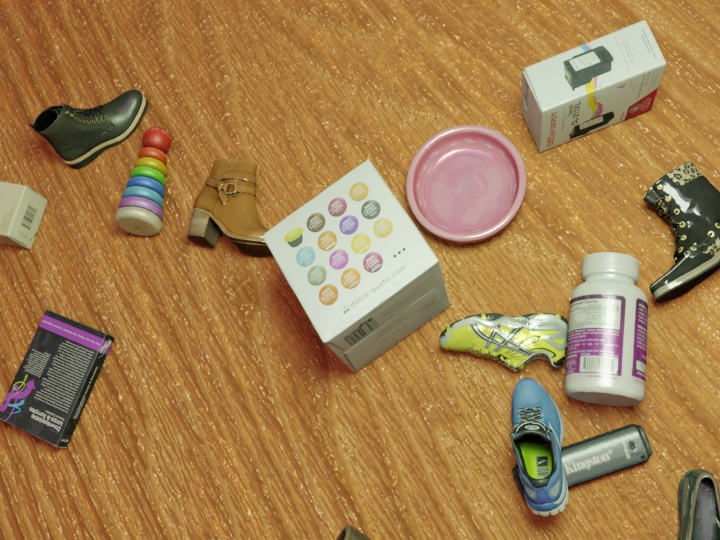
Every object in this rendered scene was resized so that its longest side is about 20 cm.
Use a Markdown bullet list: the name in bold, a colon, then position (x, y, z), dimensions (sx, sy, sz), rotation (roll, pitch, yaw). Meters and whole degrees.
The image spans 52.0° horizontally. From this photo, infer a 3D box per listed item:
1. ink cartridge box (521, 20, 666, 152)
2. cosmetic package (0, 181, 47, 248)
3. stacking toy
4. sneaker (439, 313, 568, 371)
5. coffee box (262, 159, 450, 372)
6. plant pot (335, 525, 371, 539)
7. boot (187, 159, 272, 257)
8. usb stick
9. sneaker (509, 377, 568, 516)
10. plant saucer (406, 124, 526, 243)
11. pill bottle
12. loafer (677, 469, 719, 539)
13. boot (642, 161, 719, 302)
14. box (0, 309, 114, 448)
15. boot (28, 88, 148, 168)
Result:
- **ink cartridge box**: position (0.361, -0.284, 1.165), dimensions (0.195, 0.146, 0.085), rotation (-21, 70, 6)
- **cosmetic package**: position (-0.711, -0.115, 1.406), dimensions (0.194, 0.073, 0.106), rotation (9, 74, 15)
- **stacking toy**: position (-0.386, -0.170, 1.351), dimensions (0.083, 0.086, 0.206), rotation (1, 65, 13)
- **sneaker**: position (0.215, 0.110, 1.110), dimensions (0.194, 0.076, 0.079), rotation (-5, 70, 13)
- **coffee box**: position (0.000, 0.000, 1.129), dimensions (0.197, 0.200, 0.200), rotation (-34, 67, 0)
- **plant pot**: position (0.013, 0.477, 0.993), dimensions (0.171, 0.200, 0.204), rotation (26, 79, 2)
- **boot**: position (-0.200, -0.112, 1.291), dimensions (0.195, 0.077, 0.159), rotation (8, 70, 23)
- **usb stick**: position (0.315, 0.274, 1.054), dimensions (0.195, 0.033, 0.057), rotation (-21, 68, 6)
- **sneaker**: position (0.249, 0.230, 1.032), dimensions (0.076, 0.090, 0.203), rotation (-13, 43, 12)
- **plant saucer**: position (0.174, -0.137, 1.213), dimensions (0.194, 0.051, 0.207), rotation (-4, 70, 12)
- **pill bottle**: position (0.356, 0.084, 1.065), dimensions (0.109, 0.112, 0.206), rotation (5, 73, 14)
- **loafer**: position (0.454, 0.368, 0.973), dimensions (0.070, 0.063, 0.206), rotation (-3, 72, 12)
- **boot**: position (0.478, -0.060, 1.103), dimensions (0.198, 0.073, 0.152), rotation (-35, 69, -4)
- **box**: position (-0.530, 0.186, 1.284), dimensions (0.140, 0.036, 0.205), rotation (17, 76, 19)
- **boot**: position (-0.503, -0.289, 1.377), dimensions (0.200, 0.139, 0.077), rotation (-45, 68, -5)
